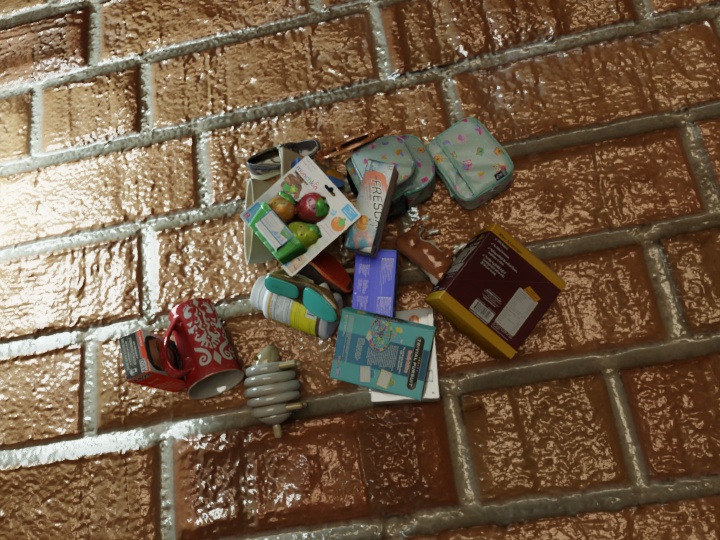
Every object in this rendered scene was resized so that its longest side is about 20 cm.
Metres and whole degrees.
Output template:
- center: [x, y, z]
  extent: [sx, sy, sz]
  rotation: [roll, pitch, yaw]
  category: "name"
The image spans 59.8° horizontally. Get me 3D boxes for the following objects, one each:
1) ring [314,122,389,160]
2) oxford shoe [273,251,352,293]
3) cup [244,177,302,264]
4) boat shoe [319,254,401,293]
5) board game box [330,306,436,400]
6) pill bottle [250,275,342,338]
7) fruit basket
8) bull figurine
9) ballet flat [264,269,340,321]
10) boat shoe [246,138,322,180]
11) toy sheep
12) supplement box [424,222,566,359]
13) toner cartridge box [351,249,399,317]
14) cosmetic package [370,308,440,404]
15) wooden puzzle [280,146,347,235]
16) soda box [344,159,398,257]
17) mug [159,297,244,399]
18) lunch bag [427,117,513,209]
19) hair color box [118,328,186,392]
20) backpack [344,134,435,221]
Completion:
- center: [-0.023, -0.316, 1.520]
  extent: [0.199, 0.201, 0.019]
  rotation: [-23, 107, 3]
  category: "ring"
- center: [-0.107, -0.005, 1.416]
  extent: [0.200, 0.071, 0.073]
  rotation: [38, 124, -1]
  category: "oxford shoe"
- center: [-0.197, -0.115, 1.488]
  extent: [0.142, 0.200, 0.202]
  rotation: [1, 70, -16]
  category: "cup"
- center: [0.000, 0.000, 1.471]
  extent: [0.199, 0.072, 0.072]
  rotation: [-11, 40, 14]
  category: "boat shoe"
- center: [0.047, 0.173, 1.320]
  extent: [0.199, 0.047, 0.152]
  rotation: [12, 99, 11]
  category: "board game box"
- center: [-0.149, 0.077, 1.442]
  extent: [0.199, 0.109, 0.110]
  rotation: [18, 76, 16]
  category: "pill bottle"
- center: [-0.131, -0.118, 1.329]
  extent: [0.200, 0.094, 0.185]
  rotation: [-42, 79, 3]
  category: "fruit basket"
- center: [0.172, -0.034, 1.443]
  extent: [0.200, 0.065, 0.121]
  rotation: [41, 79, 18]
  category: "bull figurine"
- center: [-0.115, 0.046, 1.364]
  extent: [0.199, 0.068, 0.072]
  rotation: [21, 35, 23]
  category: "ballet flat"
- center: [-0.196, -0.290, 1.597]
  extent: [0.199, 0.065, 0.072]
  rotation: [-18, 68, 4]
  category: "boat shoe"
- center: [-0.191, 0.267, 1.379]
  extent: [0.137, 0.138, 0.202]
  rotation: [-11, 77, 7]
  category: "toy sheep"
- center: [0.281, 0.045, 1.327]
  extent: [0.197, 0.133, 0.200]
  rotation: [40, 82, -2]
  category: "supplement box"
- center: [0.032, 0.055, 1.384]
  extent: [0.094, 0.043, 0.202]
  rotation: [3, 80, 11]
  category: "toner cartridge box"
- center: [0.096, 0.191, 1.390]
  extent: [0.150, 0.052, 0.202]
  rotation: [-5, 71, 7]
  category: "cosmetic package"
- center: [-0.103, -0.194, 1.479]
  extent: [0.046, 0.184, 0.201]
  rotation: [-38, 47, 39]
  category: "wooden puzzle"
- center: [0.026, -0.134, 1.359]
  extent: [0.063, 0.068, 0.201]
  rotation: [14, 86, 14]
  category: "soda box"
- center: [-0.366, 0.167, 1.424]
  extent: [0.133, 0.178, 0.201]
  rotation: [-27, 65, 3]
  category: "mug"
- center: [0.259, -0.253, 1.492]
  extent: [0.160, 0.077, 0.201]
  rotation: [-32, 69, -1]
  category: "lunch bag"
- center: [-0.453, 0.207, 1.406]
  extent: [0.061, 0.200, 0.102]
  rotation: [-23, 69, 7]
  category: "hair color box"
- center: [0.079, -0.229, 1.482]
  extent: [0.199, 0.154, 0.177]
  rotation: [-22, 66, -7]
  category: "backpack"
